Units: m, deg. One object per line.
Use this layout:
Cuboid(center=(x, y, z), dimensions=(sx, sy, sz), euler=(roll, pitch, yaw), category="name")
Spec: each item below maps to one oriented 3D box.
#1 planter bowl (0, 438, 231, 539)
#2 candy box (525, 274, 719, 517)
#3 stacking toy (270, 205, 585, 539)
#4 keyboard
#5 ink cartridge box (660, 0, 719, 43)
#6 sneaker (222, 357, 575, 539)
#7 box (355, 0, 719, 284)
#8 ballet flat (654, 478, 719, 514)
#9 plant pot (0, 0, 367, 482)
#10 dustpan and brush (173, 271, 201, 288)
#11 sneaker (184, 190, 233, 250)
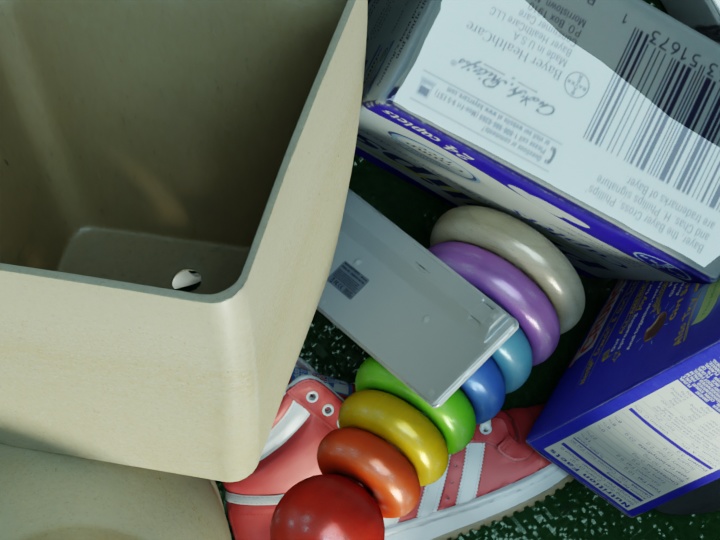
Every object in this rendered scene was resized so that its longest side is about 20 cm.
Cuboid(center=(-0.144, 0.161, 1.406), dimensions=(0.199, 0.135, 0.202), euler=(-5, 107, -16), category="planter bowl")
Cuboid(center=(0.187, 0.014, 1.434), dimensions=(0.077, 0.200, 0.170), euler=(39, 59, -11), category="candy box")
Cuboid(center=(0.026, 0.069, 1.420), dimensions=(0.085, 0.085, 0.200), euler=(38, 66, -10), category="stacking toy")
Cuboid(center=(0.000, 0.000, 1.437), dimensions=(0.056, 0.200, 0.011), euler=(-48, 134, -2), category="keyboard")
Cuboid(center=(0.229, -0.162, 1.521), dimensions=(0.145, 0.085, 0.201), euler=(-32, 96, -9), category="ink cartridge box")
Cuboid(center=(0.021, 0.079, 1.493), dimensions=(0.199, 0.071, 0.113), euler=(-23, 99, -8), category="sneaker")
Cuboid(center=(0.087, -0.078, 1.435), dimensions=(0.183, 0.200, 0.105), euler=(28, 85, -11), category="box")
Cuboid(center=(0.235, 0.069, 1.537), dimensions=(0.199, 0.073, 0.073), euler=(-23, 96, -10), category="ballet flat")
Cuboid(center=(-0.105, -0.017, 1.331), dimensions=(0.198, 0.178, 0.201), euler=(8, 51, 16), category="plant pot")
Cuboid(center=(-0.168, 0.011, 1.468), dimensions=(0.199, 0.057, 0.141), euler=(-8, 91, -4), category="dustpan and brush")
Cuboid(center=(-0.067, -0.111, 1.472), dimensions=(0.081, 0.075, 0.201), euler=(16, 79, 16), category="sneaker")
